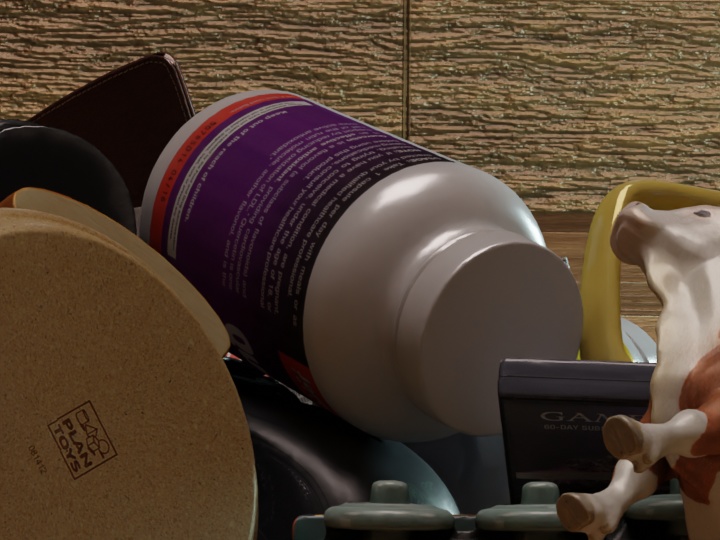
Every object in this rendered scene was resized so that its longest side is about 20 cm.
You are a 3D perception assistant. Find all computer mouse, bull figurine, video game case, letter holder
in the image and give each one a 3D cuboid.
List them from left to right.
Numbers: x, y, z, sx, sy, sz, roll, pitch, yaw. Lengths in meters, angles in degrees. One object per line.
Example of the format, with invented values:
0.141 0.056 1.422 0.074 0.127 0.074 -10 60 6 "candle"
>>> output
-0.115 -0.024 1.423 0.199 0.143 0.100 -28 -11 39 "letter holder"
-0.025 0.075 1.072 0.138 0.053 0.200 11 22 -49 "computer mouse"
0.127 0.085 1.004 0.142 0.019 0.200 2 -29 7 "video game case"
0.125 0.073 0.856 0.121 0.201 0.065 -27 1 -40 "bull figurine"

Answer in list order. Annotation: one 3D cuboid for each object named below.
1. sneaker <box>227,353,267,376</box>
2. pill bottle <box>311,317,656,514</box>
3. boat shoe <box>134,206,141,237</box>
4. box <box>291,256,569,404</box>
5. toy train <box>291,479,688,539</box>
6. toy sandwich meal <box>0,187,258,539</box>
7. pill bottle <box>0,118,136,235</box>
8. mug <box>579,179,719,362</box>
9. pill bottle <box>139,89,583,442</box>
-0.121 0.085 1.247 0.201 0.108 0.067 -31 -54 34 "sneaker"
0.069 0.070 1.219 0.111 0.112 0.200 4 6 30 "pill bottle"
-0.124 0.038 1.333 0.073 0.075 0.200 27 -39 -15 "boat shoe"
-0.007 0.047 1.390 0.199 0.048 0.193 -18 0 -19 "box"
0.062 0.117 0.947 0.198 0.086 0.114 -1 -6 -1 "toy train"
-0.120 0.065 0.959 0.204 0.207 0.070 -6 -14 -46 "toy sandwich meal"
-0.162 -0.004 1.169 0.111 0.113 0.200 -2 -7 -19 "pill bottle"
0.193 0.023 1.058 0.149 0.154 0.186 -12 -32 32 "mug"
0.000 0.000 1.076 0.112 0.113 0.200 -3 17 -33 "pill bottle"
